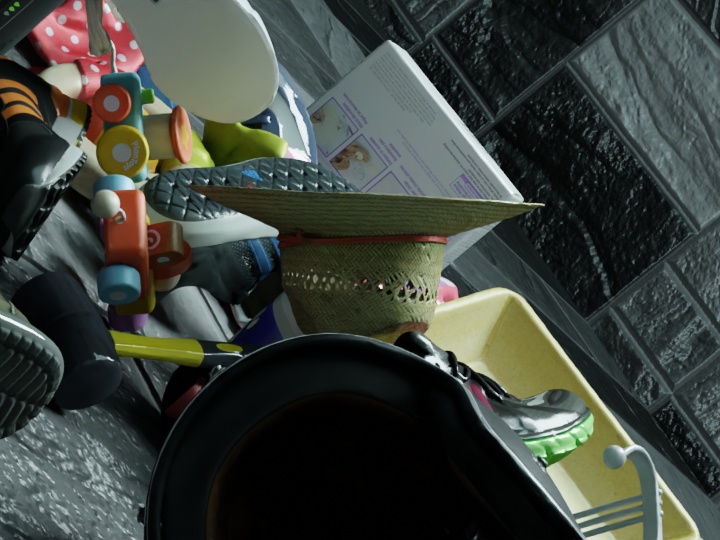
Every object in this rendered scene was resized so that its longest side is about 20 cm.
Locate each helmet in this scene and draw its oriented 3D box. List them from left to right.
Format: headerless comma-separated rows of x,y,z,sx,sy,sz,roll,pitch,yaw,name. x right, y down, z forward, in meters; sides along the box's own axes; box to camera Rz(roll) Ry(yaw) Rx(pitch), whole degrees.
-0.001,0.131,0.991,0.200,0.200,0.191,44,-5,-38,helmet

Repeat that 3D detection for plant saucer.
0.076,0.114,1.308,0.199,0.048,0.200,-14,62,-48,plant saucer

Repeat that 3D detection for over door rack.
0.084,0.195,1.077,0.066,0.147,0.201,17,59,-47,over door rack

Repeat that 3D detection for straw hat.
0.000,0.000,1.238,0.201,0.200,0.086,-6,99,-79,straw hat

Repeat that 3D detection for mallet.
-0.088,0.049,1.165,0.199,0.041,0.066,15,36,-39,mallet

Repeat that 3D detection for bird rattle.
-0.151,-0.096,1.454,0.200,0.113,0.163,48,25,3,bird rattle

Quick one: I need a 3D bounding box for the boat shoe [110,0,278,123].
-0.114,-0.166,1.261,0.200,0.072,0.068,45,21,-35,boat shoe

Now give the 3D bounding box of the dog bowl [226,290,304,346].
-0.003,0.105,1.425,0.200,0.079,0.200,49,10,-11,dog bowl

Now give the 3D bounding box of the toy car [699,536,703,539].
0.124,0.170,1.540,0.200,0.158,0.164,53,1,14,toy car

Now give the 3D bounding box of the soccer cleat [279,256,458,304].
0.009,0.013,1.406,0.077,0.067,0.200,48,11,13,soccer cleat

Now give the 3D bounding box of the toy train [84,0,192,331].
-0.119,-0.051,1.253,0.151,0.055,0.201,93,-8,-56,toy train

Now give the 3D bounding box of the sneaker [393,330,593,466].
0.050,0.072,1.211,0.199,0.077,0.084,3,71,-42,sneaker

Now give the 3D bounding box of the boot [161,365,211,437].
-0.039,0.127,1.200,0.144,0.072,0.200,43,4,-39,boot

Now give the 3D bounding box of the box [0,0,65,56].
-0.268,-0.244,1.366,0.200,0.124,0.149,38,16,-49,box

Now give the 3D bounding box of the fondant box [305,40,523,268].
-0.006,-0.044,1.615,0.145,0.200,0.058,52,7,9,fondant box

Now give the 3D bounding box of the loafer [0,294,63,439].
-0.201,0.005,0.908,0.070,0.075,0.200,43,-3,40,loafer

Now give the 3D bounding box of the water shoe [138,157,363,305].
-0.072,-0.022,1.412,0.199,0.079,0.072,-1,39,-44,water shoe

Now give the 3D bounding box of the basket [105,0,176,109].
-0.157,-0.172,1.619,0.177,0.138,0.201,-111,-172,-59,basket

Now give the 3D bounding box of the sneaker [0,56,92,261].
-0.201,-0.069,1.222,0.090,0.070,0.200,33,13,-13,sneaker

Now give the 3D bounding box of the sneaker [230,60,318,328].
-0.068,-0.051,1.550,0.082,0.070,0.201,-13,94,-72,sneaker
